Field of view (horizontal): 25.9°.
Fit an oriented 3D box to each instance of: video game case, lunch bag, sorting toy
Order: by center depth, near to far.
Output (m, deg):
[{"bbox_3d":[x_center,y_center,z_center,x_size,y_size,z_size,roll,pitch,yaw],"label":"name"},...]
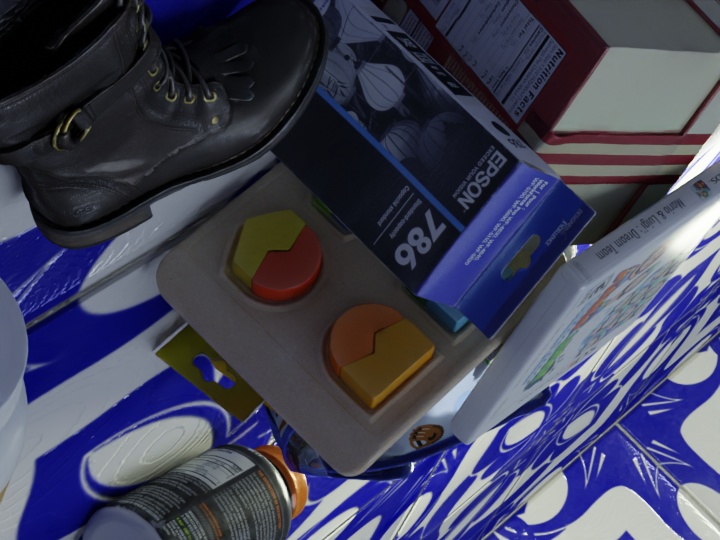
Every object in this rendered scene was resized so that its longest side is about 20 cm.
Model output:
[{"bbox_3d":[0.001,-0.001,0.972,0.200,0.185,0.037,-42,163,-18],"label":"sorting toy"},{"bbox_3d":[0.156,0.019,1.015,0.181,0.024,0.200,-31,161,-33],"label":"video game case"},{"bbox_3d":[0.019,0.064,1.165,0.199,0.170,0.124,-24,117,-3],"label":"lunch bag"}]

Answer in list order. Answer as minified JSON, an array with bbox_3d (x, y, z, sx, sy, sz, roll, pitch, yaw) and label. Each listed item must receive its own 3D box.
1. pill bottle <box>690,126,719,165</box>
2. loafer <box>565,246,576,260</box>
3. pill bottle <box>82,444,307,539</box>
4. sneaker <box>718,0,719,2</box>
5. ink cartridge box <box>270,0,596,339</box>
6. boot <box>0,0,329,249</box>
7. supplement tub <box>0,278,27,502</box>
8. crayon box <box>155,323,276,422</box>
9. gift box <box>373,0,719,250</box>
[{"bbox_3d":[0.304,-0.173,1.433,0.200,0.116,0.116,-38,162,-24],"label":"pill bottle"},{"bbox_3d":[0.133,0.003,1.278,0.070,0.070,0.201,-52,156,-23],"label":"loafer"},{"bbox_3d":[-0.128,0.211,1.306,0.199,0.106,0.107,-23,153,-52],"label":"pill bottle"},{"bbox_3d":[0.269,-0.200,0.997,0.075,0.087,0.201,15,98,-36],"label":"sneaker"},{"bbox_3d":[0.026,-0.062,0.871,0.100,0.200,0.039,-52,162,19],"label":"ink cartridge box"},{"bbox_3d":[-0.098,-0.094,0.726,0.200,0.069,0.174,-40,163,-12],"label":"boot"},{"bbox_3d":[-0.232,0.088,0.698,0.144,0.145,0.201,-28,156,-45],"label":"supplement tub"},{"bbox_3d":[-0.031,0.032,1.087,0.200,0.127,0.051,-39,127,-16],"label":"crayon box"},{"bbox_3d":[0.116,-0.138,0.961,0.186,0.201,0.185,-4,142,-44],"label":"gift box"}]
